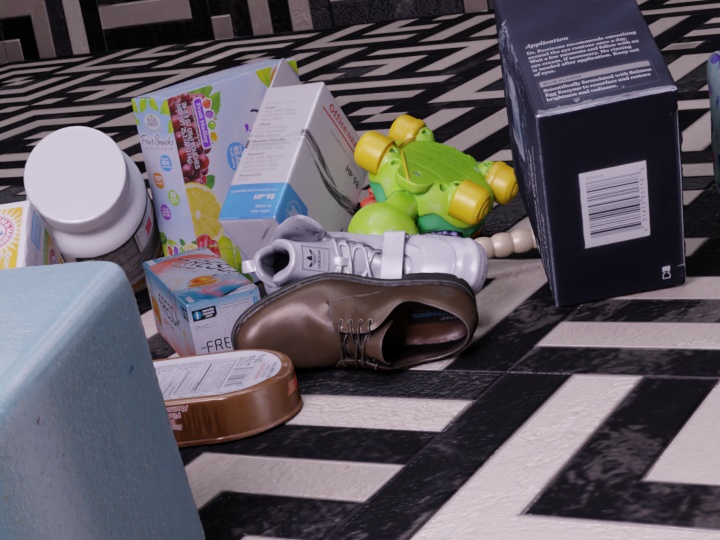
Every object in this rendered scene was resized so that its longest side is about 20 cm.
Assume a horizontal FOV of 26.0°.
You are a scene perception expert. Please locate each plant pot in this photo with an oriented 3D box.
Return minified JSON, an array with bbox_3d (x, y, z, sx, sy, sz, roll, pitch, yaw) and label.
[{"bbox_3d":[-0.228,0.132,0.843,0.193,0.199,0.200,-4,25,21],"label":"plant pot"}]

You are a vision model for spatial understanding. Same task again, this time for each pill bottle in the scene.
[{"bbox_3d":[-0.255,-0.054,1.489,0.115,0.118,0.200,-11,-19,-4],"label":"pill bottle"}]

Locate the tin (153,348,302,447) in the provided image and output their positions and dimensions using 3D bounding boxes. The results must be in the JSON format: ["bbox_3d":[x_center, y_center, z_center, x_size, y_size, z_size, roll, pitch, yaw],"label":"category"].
[{"bbox_3d":[-0.143,0.098,1.180,0.197,0.042,0.112,-8,11,10],"label":"tin"}]

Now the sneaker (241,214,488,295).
[{"bbox_3d":[0.000,0.000,1.288,0.198,0.076,0.115,-6,-16,31],"label":"sneaker"}]

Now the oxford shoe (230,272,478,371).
[{"bbox_3d":[-0.006,0.044,1.216,0.197,0.074,0.085,-10,18,3],"label":"oxford shoe"}]

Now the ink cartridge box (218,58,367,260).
[{"bbox_3d":[-0.053,-0.096,1.481,0.066,0.116,0.202,-2,54,30],"label":"ink cartridge box"}]

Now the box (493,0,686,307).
[{"bbox_3d":[0.190,-0.113,1.302,0.116,0.198,0.201,-11,39,2],"label":"box"}]

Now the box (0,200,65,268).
[{"bbox_3d":[-0.372,0.023,1.388,0.197,0.102,0.114,-8,54,7],"label":"box"}]

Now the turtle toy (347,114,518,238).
[{"bbox_3d":[0.055,-0.065,1.493,0.145,0.102,0.200,29,29,18],"label":"turtle toy"}]

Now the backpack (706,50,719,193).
[{"bbox_3d":[0.397,-0.123,1.359,0.149,0.180,0.200,-18,27,-15],"label":"backpack"}]

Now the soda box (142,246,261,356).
[{"bbox_3d":[-0.134,0.033,1.335,0.063,0.069,0.200,-15,15,-16],"label":"soda box"}]

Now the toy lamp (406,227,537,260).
[{"bbox_3d":[0.097,-0.018,1.397,0.197,0.059,0.058,-13,16,-11],"label":"toy lamp"}]

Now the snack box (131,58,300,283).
[{"bbox_3d":[-0.123,-0.092,1.532,0.168,0.203,0.067,-22,20,-40],"label":"snack box"}]
